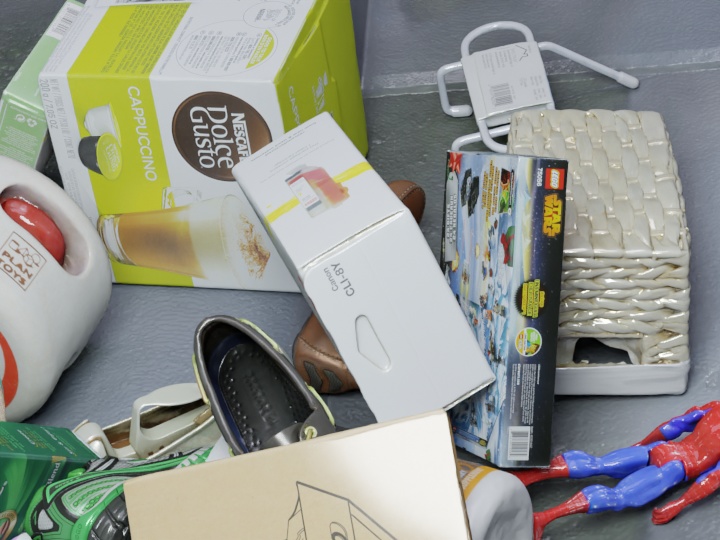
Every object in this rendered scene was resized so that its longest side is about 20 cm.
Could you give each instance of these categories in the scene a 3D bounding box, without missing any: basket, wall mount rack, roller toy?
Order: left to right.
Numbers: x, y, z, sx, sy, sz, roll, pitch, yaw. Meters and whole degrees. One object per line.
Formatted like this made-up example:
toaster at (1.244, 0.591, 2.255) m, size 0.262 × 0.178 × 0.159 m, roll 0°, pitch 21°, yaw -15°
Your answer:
roller toy at (-0.288, 0.016, 1.451) m, size 0.181 × 0.201 × 0.140 m, roll 11°, pitch 42°, yaw 17°
wall mount rack at (0.156, -0.137, 1.652) m, size 0.172 × 0.075 × 0.201 m, roll -12°, pitch 37°, yaw 4°
basket at (0.170, -0.019, 1.436) m, size 0.134 × 0.124 × 0.201 m, roll 0°, pitch 38°, yaw 1°

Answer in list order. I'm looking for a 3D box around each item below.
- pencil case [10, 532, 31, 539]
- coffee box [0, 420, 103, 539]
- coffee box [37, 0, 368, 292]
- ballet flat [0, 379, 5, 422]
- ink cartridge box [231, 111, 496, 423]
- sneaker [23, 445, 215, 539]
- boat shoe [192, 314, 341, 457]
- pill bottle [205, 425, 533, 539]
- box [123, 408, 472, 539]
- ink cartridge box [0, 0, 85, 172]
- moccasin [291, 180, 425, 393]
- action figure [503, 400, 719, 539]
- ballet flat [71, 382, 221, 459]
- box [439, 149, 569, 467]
pencil case at (-0.156, 0.234, 1.233) m, size 0.199 × 0.084 × 0.086 m, roll 21°, pitch 85°, yaw 37°
coffee box at (-0.252, 0.153, 1.240) m, size 0.044 × 0.200 × 0.123 m, roll 38°, pitch 96°, yaw 22°
coffee box at (-0.117, -0.124, 1.584) m, size 0.196 × 0.201 × 0.201 m, roll 3°, pitch 38°, yaw 16°
ballet flat at (-0.282, 0.139, 1.294) m, size 0.068 × 0.201 × 0.067 m, roll 28°, pitch 36°, yaw 11°
ink cartridge box at (0.000, 0.000, 1.311) m, size 0.083 × 0.146 × 0.200 m, roll -30°, pitch 27°, yaw -2°
sneaker at (-0.146, 0.145, 1.283) m, size 0.085 × 0.079 × 0.200 m, roll 19°, pitch 7°, yaw 19°
boat shoe at (-0.044, 0.110, 1.197) m, size 0.072 × 0.061 × 0.202 m, roll -38°, pitch 57°, yaw 2°
pill bottle at (0.001, 0.164, 1.257) m, size 0.199 × 0.117 × 0.117 m, roll 12°, pitch 42°, yaw 26°
box at (-0.031, 0.180, 1.137) m, size 0.199 × 0.021 × 0.165 m, roll -13°, pitch 78°, yaw 10°
ink cartridge box at (-0.274, -0.108, 1.633) m, size 0.048 × 0.201 × 0.146 m, roll 24°, pitch 41°, yaw -2°
moccasin at (0.014, 0.009, 1.485) m, size 0.077 × 0.074 × 0.202 m, roll 6°, pitch 41°, yaw 20°
action figure at (0.195, 0.132, 1.310) m, size 0.199 × 0.052 × 0.066 m, roll -18°, pitch 42°, yaw -10°
ballet flat at (-0.168, 0.121, 1.393) m, size 0.199 × 0.063 × 0.067 m, roll -24°, pitch 39°, yaw -17°
box at (0.091, 0.022, 1.321) m, size 0.040 × 0.202 × 0.137 m, roll 2°, pitch 5°, yaw -18°
